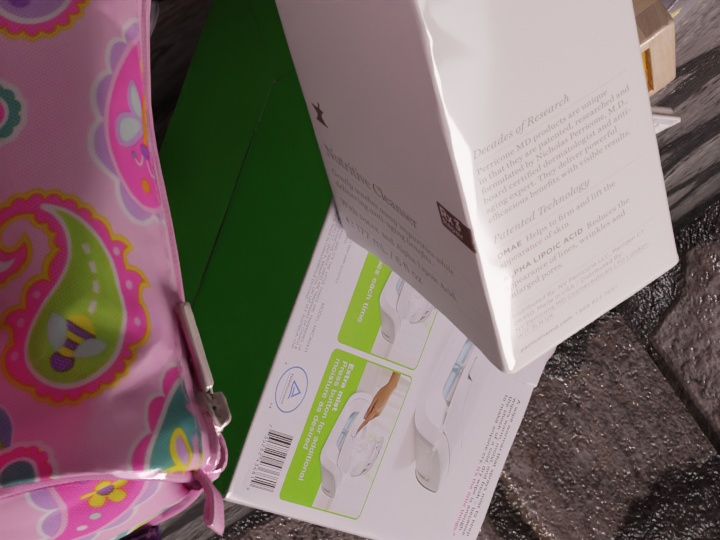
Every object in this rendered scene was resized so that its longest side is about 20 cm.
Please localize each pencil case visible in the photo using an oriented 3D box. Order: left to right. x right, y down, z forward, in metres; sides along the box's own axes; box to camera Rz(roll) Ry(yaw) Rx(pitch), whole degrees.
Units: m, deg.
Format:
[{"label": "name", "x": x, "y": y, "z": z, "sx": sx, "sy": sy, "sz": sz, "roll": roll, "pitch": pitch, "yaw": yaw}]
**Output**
[{"label": "pencil case", "x": -0.085, "y": -0.022, "z": 0.617, "sx": 0.087, "sy": 0.202, "sz": 0.088, "roll": -8, "pitch": 164, "yaw": -2}]

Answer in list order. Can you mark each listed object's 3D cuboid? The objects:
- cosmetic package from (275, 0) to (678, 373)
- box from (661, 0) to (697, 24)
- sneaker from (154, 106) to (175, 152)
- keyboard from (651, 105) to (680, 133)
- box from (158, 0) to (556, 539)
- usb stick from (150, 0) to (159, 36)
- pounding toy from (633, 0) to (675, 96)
[{"label": "cosmetic package", "x": 0.030, "y": -0.079, "z": 0.751, "sx": 0.081, "sy": 0.113, "sz": 0.201, "roll": -33, "pitch": 132, "yaw": -16}, {"label": "box", "x": 0.125, "y": -0.136, "z": 1.374, "sx": 0.158, "sy": 0.049, "sz": 0.200, "roll": -31, "pitch": 171, "yaw": -26}, {"label": "sneaker", "x": -0.018, "y": -0.080, "z": 1.018, "sx": 0.199, "sy": 0.074, "sz": 0.088, "roll": -37, "pitch": 174, "yaw": 8}, {"label": "keyboard", "x": 0.087, "y": -0.086, "z": 1.309, "sx": 0.198, "sy": 0.011, "sz": 0.056, "roll": 3, "pitch": 158, "yaw": -30}, {"label": "box", "x": 0.000, "y": 0.000, "z": 0.928, "sx": 0.176, "sy": 0.096, "sz": 0.202, "roll": 21, "pitch": 87, "yaw": -54}, {"label": "usb stick", "x": -0.137, "y": -0.067, "z": 0.749, "sx": 0.055, "sy": 0.033, "sz": 0.200, "roll": -39, "pitch": 171, "yaw": 32}, {"label": "pounding toy", "x": 0.060, "y": -0.071, "z": 1.144, "sx": 0.199, "sy": 0.143, "sz": 0.184, "roll": -36, "pitch": 172, "yaw": 4}]
